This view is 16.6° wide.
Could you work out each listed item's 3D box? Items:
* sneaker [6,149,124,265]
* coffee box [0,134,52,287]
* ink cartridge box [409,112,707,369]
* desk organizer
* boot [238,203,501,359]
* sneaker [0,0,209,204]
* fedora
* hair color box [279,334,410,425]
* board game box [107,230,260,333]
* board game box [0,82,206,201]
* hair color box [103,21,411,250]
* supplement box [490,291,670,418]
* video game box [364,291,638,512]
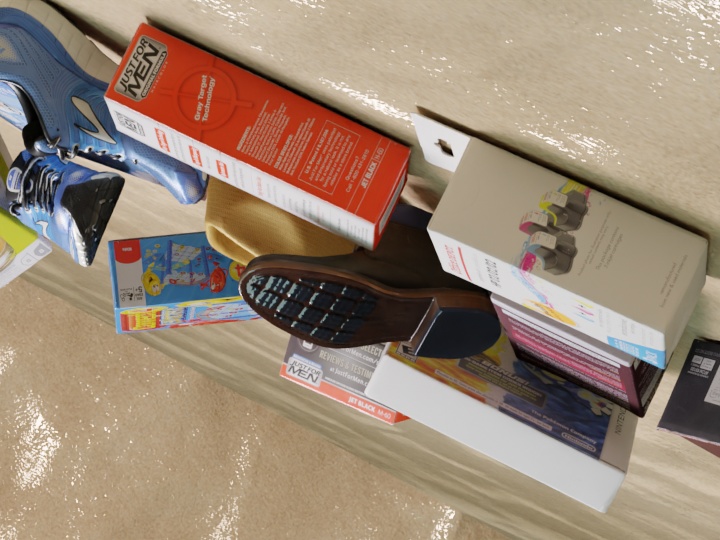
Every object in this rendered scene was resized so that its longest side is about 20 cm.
[{"bbox_3d":[-0.246,-0.054,1.990,0.089,0.079,0.200,23,175,-9],"label":"sneaker"},{"bbox_3d":[-0.421,-0.071,2.089,0.198,0.199,0.200,39,-161,-56],"label":"coffee box"},{"bbox_3d":[0.111,-0.018,1.526,0.200,0.068,0.115,25,171,12],"label":"ink cartridge box"},{"bbox_3d":[0.303,0.107,1.689,0.077,0.072,0.200,29,171,-31],"label":"desk organizer"},{"bbox_3d":[0.000,0.000,1.734,0.199,0.097,0.075,14,134,-27],"label":"boot"},{"bbox_3d":[-0.195,-0.106,1.755,0.200,0.089,0.079,38,170,-15],"label":"sneaker"},{"bbox_3d":[-0.059,-0.039,1.837,0.200,0.082,0.201,26,170,5],"label":"fedora"},{"bbox_3d":[0.035,0.064,1.985,0.111,0.064,0.200,22,-165,26],"label":"hair color box"},{"bbox_3d":[-0.108,0.006,2.024,0.195,0.056,0.200,-6,173,-5],"label":"board game box"},{"bbox_3d":[-0.238,-0.134,1.938,0.200,0.043,0.199,19,170,39],"label":"board game box"},{"bbox_3d":[-0.068,-0.089,1.655,0.200,0.061,0.102,25,171,3],"label":"hair color box"},{"bbox_3d":[0.160,0.039,1.736,0.109,0.061,0.200,26,171,13],"label":"supplement box"},{"bbox_3d":[0.116,0.081,1.859,0.200,0.047,0.182,26,-155,-1],"label":"video game box"}]
